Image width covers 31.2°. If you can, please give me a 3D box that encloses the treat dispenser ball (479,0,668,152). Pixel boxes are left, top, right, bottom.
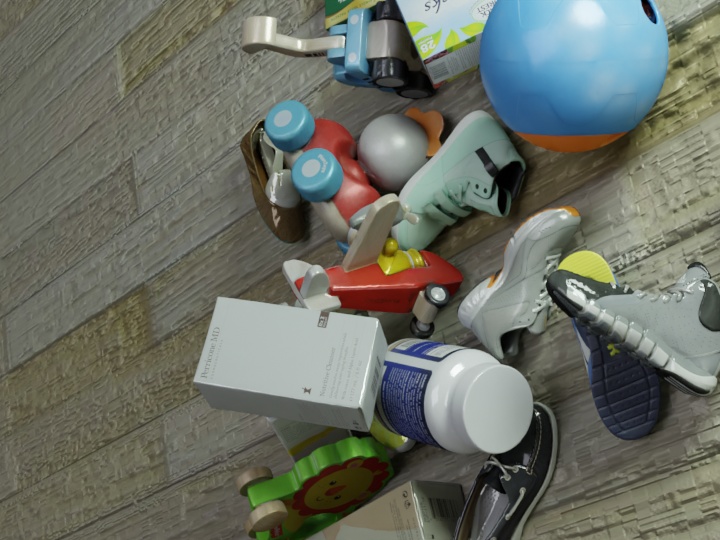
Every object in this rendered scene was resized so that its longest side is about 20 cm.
[{"bbox_3d":[0.224,-0.228,1.364,0.199,0.199,0.204,-12,73,44],"label":"treat dispenser ball"}]

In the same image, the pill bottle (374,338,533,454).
[{"bbox_3d":[0.100,0.143,1.452,0.199,0.114,0.118,6,86,62],"label":"pill bottle"}]

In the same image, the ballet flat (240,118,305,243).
[{"bbox_3d":[-0.119,-0.134,1.801,0.073,0.067,0.202,115,145,-46],"label":"ballet flat"}]

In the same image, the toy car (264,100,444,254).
[{"bbox_3d":[0.014,-0.148,1.630,0.199,0.185,0.178,-32,54,3],"label":"toy car"}]

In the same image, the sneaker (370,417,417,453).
[{"bbox_3d":[0.003,0.154,1.610,0.200,0.076,0.076,47,114,40],"label":"sneaker"}]

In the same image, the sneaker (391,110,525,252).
[{"bbox_3d":[0.116,-0.080,1.536,0.202,0.073,0.119,-56,41,20],"label":"sneaker"}]

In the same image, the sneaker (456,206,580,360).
[{"bbox_3d":[0.196,0.018,1.448,0.092,0.075,0.201,55,128,29],"label":"sneaker"}]

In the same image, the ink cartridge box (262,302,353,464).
[{"bbox_3d":[-0.077,0.158,1.601,0.083,0.201,0.146,-26,55,-3],"label":"ink cartridge box"}]

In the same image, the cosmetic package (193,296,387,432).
[{"bbox_3d":[-0.077,0.106,1.462,0.197,0.081,0.114,6,64,12],"label":"cosmetic package"}]

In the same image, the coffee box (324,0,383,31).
[{"bbox_3d":[0.003,-0.433,1.754,0.122,0.044,0.203,-14,72,44],"label":"coffee box"}]

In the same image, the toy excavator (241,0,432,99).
[{"bbox_3d":[-0.026,-0.279,1.630,0.197,0.194,0.102,-2,81,31],"label":"toy excavator"}]

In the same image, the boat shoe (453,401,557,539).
[{"bbox_3d":[0.158,0.241,1.440,0.074,0.060,0.202,35,107,46],"label":"boat shoe"}]

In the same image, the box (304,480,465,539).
[{"bbox_3d":[0.031,0.325,1.535,0.199,0.094,0.079,-35,58,35],"label":"box"}]

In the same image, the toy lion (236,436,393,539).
[{"bbox_3d":[-0.051,0.278,1.592,0.201,0.189,0.069,90,159,-55],"label":"toy lion"}]

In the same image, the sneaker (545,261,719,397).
[{"bbox_3d":[0.289,0.028,1.288,0.116,0.199,0.075,-57,3,-6],"label":"sneaker"}]

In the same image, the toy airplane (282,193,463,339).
[{"bbox_3d":[0.000,0.000,1.532,0.198,0.199,0.143,-25,50,18],"label":"toy airplane"}]

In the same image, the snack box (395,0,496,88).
[{"bbox_3d":[0.141,-0.332,1.509,0.198,0.068,0.170,-24,60,8],"label":"snack box"}]

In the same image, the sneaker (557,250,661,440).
[{"bbox_3d":[0.266,0.078,1.360,0.073,0.082,0.203,-17,84,10],"label":"sneaker"}]
